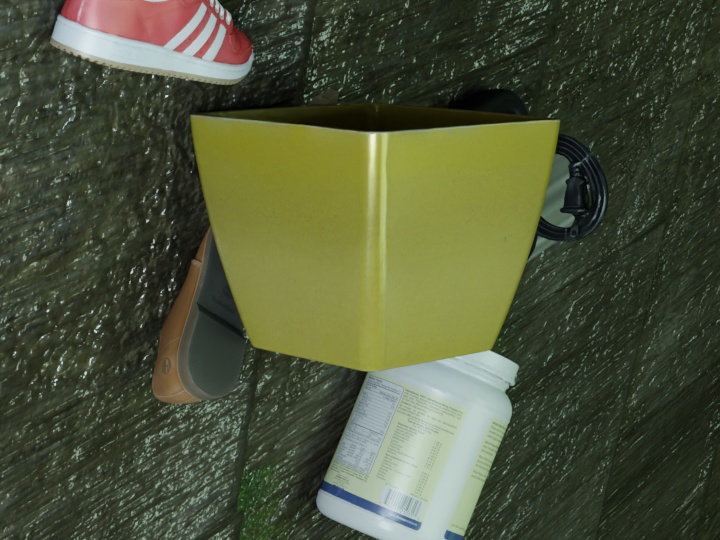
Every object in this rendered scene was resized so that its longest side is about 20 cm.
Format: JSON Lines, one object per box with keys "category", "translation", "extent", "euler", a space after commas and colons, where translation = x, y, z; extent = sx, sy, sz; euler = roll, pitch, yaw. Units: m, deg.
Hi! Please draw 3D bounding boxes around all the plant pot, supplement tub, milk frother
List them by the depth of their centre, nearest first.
{"category": "plant pot", "translation": [0.009, -0.027, 1.522], "extent": [0.200, 0.200, 0.176], "euler": [-7, 101, -44]}
{"category": "milk frother", "translation": [0.166, -0.068, 1.926], "extent": [0.188, 0.200, 0.181], "euler": [-33, 133, -53]}
{"category": "supplement tub", "translation": [0.057, 0.160, 1.936], "extent": [0.200, 0.145, 0.145], "euler": [-68, 155, -5]}

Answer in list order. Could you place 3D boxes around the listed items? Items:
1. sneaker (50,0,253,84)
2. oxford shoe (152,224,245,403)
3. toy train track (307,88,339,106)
{"category": "sneaker", "translation": [-0.123, -0.192, 1.390], "extent": [0.200, 0.071, 0.113], "euler": [-3, 114, -61]}
{"category": "oxford shoe", "translation": [-0.117, 0.015, 1.581], "extent": [0.071, 0.071, 0.200], "euler": [42, 50, -28]}
{"category": "toy train track", "translation": [-0.056, -0.059, 1.681], "extent": [0.115, 0.033, 0.200], "euler": [-42, 150, -58]}
